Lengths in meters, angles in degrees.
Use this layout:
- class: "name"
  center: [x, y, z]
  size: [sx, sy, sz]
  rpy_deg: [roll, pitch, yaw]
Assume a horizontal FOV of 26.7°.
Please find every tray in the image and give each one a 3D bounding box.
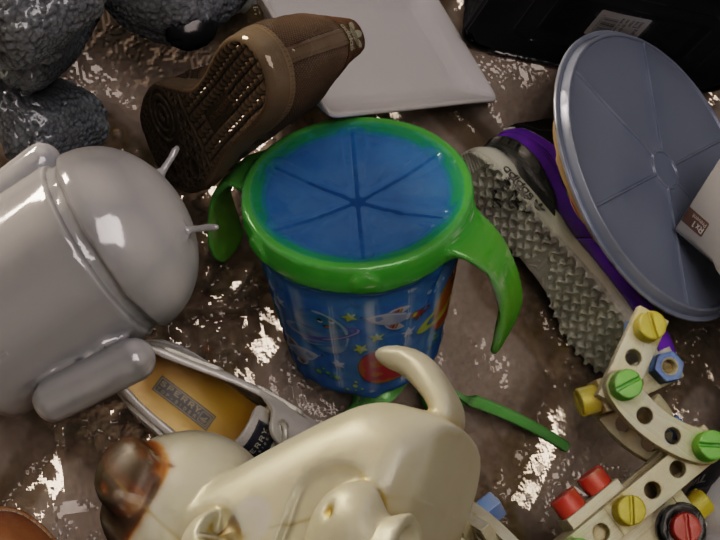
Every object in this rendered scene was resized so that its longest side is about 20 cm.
- class: "tray"
  center: [0.008, -0.144, 0.976]
  size: [0.200, 0.022, 0.108]
  rpy_deg: [-13, 70, -54]

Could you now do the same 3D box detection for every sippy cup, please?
- class: "sippy cup"
  center: [0.000, 0.000, 0.907]
  size: [0.139, 0.131, 0.178]
  rpy_deg: [-21, 47, -19]

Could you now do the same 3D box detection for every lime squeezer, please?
- class: "lime squeezer"
  center: [0.038, 0.093, 0.949]
  size: [0.199, 0.038, 0.071]
  rpy_deg: [-7, 75, -17]

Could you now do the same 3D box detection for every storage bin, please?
- class: "storage bin"
  center: [0.180, -0.202, 1.025]
  size: [0.199, 0.135, 0.094]
  rpy_deg: [9, 71, -12]

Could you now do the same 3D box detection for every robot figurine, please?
- class: "robot figurine"
  center: [-0.175, 0.006, 0.861]
  size: [0.199, 0.113, 0.170]
  rpy_deg: [-33, 65, 2]

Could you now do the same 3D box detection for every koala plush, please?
- class: "koala plush"
  center: [-0.145, -0.190, 0.924]
  size: [0.199, 0.178, 0.185]
  rpy_deg: [-16, 68, -15]

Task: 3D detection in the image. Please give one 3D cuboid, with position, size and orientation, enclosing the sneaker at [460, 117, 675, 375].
- class: "sneaker"
  center: [0.159, -0.020, 1.000]
  size: [0.099, 0.070, 0.201]
  rpy_deg: [-34, 86, -28]

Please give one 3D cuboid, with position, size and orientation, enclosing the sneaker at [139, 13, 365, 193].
- class: "sneaker"
  center: [-0.063, -0.095, 0.878]
  size: [0.075, 0.200, 0.071]
  rpy_deg: [-22, 93, -28]

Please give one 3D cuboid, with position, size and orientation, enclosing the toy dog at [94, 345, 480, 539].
- class: "toy dog"
  center: [-0.046, 0.133, 0.779]
  size: [0.199, 0.139, 0.195]
  rpy_deg: [-2, 79, 28]

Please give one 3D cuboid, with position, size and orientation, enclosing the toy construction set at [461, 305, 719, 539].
- class: "toy construction set"
  center: [0.134, 0.129, 0.906]
  size: [0.200, 0.092, 0.131]
  rpy_deg: [-37, 87, 0]

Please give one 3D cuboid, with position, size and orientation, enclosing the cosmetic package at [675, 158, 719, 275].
- class: "cosmetic package"
  center: [0.309, -0.018, 0.968]
  size: [0.199, 0.090, 0.107]
  rpy_deg: [11, 28, -45]

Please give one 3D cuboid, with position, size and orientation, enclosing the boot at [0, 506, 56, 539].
- class: "boot"
  center: [-0.165, 0.212, 0.794]
  size: [0.076, 0.155, 0.201]
  rpy_deg: [-9, 75, -17]

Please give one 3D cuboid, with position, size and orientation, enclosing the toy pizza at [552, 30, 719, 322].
- class: "toy pizza"
  center: [0.186, -0.060, 0.981]
  size: [0.200, 0.032, 0.201]
  rpy_deg: [22, 56, -37]

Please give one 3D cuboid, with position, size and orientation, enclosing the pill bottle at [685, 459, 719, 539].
- class: "pill bottle"
  center: [0.269, 0.140, 0.957]
  size: [0.106, 0.106, 0.200]
  rpy_deg: [38, 67, -1]

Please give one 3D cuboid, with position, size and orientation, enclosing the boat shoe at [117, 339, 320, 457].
- class: "boat shoe"
  center: [-0.059, 0.103, 0.889]
  size: [0.200, 0.070, 0.071]
  rpy_deg: [35, 85, 4]
